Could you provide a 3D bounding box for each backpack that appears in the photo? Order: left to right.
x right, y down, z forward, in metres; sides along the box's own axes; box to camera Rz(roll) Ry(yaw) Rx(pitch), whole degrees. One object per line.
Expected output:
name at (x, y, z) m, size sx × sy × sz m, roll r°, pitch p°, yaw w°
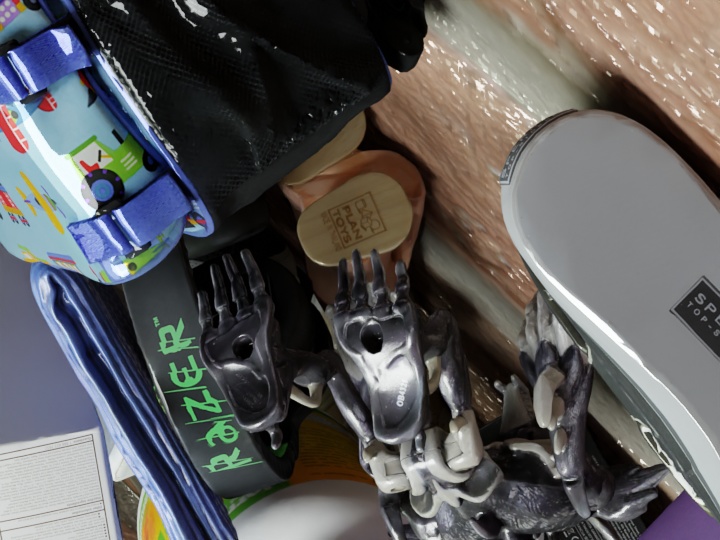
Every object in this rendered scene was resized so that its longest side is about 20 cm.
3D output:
backpack at (-0.101, -0.114, 0.742) m, size 0.201 × 0.134 × 0.182 m, roll 56°, pitch 163°, yaw -23°

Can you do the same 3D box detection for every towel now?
towel at (-0.094, 0.034, 0.902) m, size 0.146 × 0.024 × 0.200 m, roll 62°, pitch 177°, yaw -18°

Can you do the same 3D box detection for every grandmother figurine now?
grandmother figurine at (0.000, 0.000, 0.967) m, size 0.200 × 0.060 × 0.122 m, roll 78°, pitch 174°, yaw -74°

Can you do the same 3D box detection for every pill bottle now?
pill bottle at (-0.022, 0.129, 0.965) m, size 0.111 × 0.111 × 0.200 m, roll 50°, pitch 177°, yaw -19°

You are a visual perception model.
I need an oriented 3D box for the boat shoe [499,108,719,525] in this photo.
boat shoe at (0.113, 0.037, 0.672) m, size 0.200 × 0.068 × 0.057 m, roll 52°, pitch 177°, yaw 3°

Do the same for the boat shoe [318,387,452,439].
boat shoe at (0.027, 0.098, 1.145) m, size 0.065 × 0.071 × 0.200 m, roll 49°, pitch 180°, yaw 29°

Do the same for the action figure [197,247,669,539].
action figure at (0.034, 0.043, 0.829) m, size 0.118 × 0.103 × 0.200 m, roll -10°, pitch 155°, yaw 28°

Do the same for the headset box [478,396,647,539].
headset box at (0.085, 0.152, 1.030) m, size 0.150 × 0.077 × 0.200 m, roll 59°, pitch 173°, yaw 15°

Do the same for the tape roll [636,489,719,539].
tape roll at (0.177, 0.147, 0.796) m, size 0.200 × 0.066 × 0.200 m, roll 44°, pitch 167°, yaw 12°

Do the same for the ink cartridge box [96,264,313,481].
ink cartridge box at (-0.117, 0.004, 1.136) m, size 0.200 × 0.044 × 0.198 m, roll 40°, pitch -152°, yaw 21°

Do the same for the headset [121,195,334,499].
headset at (-0.069, 0.007, 0.881) m, size 0.200 × 0.093 × 0.124 m, roll -90°, pitch -20°, yaw -65°

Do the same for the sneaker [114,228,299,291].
sneaker at (-0.104, -0.051, 1.105) m, size 0.200 × 0.078 × 0.078 m, roll 37°, pitch -150°, yaw 22°

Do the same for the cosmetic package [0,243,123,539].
cosmetic package at (-0.130, 0.054, 0.924) m, size 0.200 × 0.050 × 0.083 m, roll -121°, pitch 24°, yaw -61°
